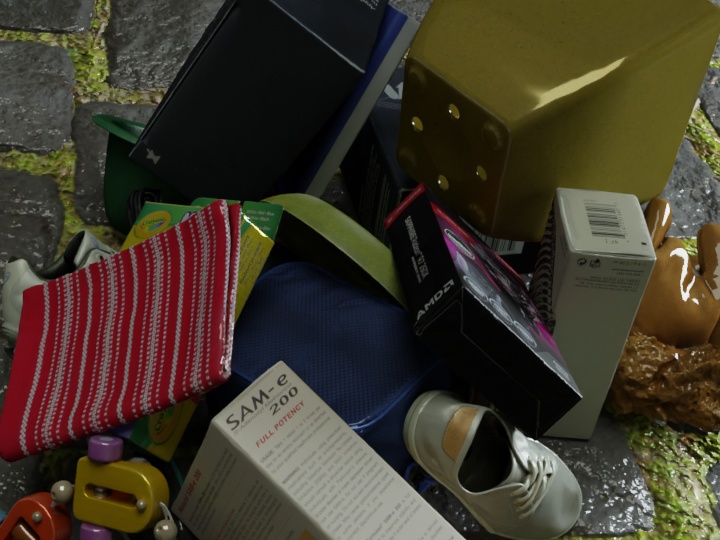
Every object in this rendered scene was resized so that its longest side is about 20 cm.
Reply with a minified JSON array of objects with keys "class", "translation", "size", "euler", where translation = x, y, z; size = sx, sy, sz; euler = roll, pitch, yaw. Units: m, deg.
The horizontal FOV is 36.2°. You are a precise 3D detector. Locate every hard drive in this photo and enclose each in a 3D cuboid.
[{"class":"hard drive","translation":[-0.019,-0.150,1.003],"size":[0.025,0.202,0.132],"euler":[27,13,-19]}]

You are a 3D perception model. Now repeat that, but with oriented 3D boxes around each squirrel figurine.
[{"class":"squirrel figurine","translation":[0.302,0.062,0.960],"size":[0.184,0.142,0.202],"euler":[20,55,-3]}]

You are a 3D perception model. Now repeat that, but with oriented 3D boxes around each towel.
[{"class":"towel","translation":[-0.166,0.041,0.751],"size":[0.198,0.022,0.147],"euler":[-21,50,26]}]

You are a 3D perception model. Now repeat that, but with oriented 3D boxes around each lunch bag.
[{"class":"lunch bag","translation":[-0.020,0.103,0.824],"size":[0.198,0.134,0.135],"euler":[27,46,33]}]

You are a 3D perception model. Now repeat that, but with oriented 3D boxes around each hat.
[{"class":"hat","translation":[-0.206,-0.038,1.042],"size":[0.165,0.179,0.198],"euler":[27,11,41]}]

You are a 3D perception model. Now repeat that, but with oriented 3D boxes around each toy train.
[{"class":"toy train","translation":[-0.157,0.196,0.724],"size":[0.199,0.152,0.055],"euler":[36,14,19]}]

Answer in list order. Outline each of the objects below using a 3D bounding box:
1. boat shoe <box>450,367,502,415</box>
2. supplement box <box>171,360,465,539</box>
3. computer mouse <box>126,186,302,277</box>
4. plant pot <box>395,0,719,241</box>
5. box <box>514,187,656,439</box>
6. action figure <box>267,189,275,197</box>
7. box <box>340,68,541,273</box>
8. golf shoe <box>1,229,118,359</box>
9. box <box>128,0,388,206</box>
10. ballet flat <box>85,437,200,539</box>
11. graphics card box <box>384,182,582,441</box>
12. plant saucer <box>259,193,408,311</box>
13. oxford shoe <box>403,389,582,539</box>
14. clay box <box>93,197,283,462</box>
[{"class":"boat shoe","translation":[0.096,0.065,0.943],"size":[0.066,0.073,0.201],"euler":[7,34,3]},{"class":"supplement box","translation":[-0.020,0.175,0.711],"size":[0.200,0.127,0.073],"euler":[43,49,10]},{"class":"computer mouse","translation":[-0.109,0.010,0.918],"size":[0.198,0.046,0.142],"euler":[30,38,-24]},{"class":"plant pot","translation":[0.138,-0.141,0.897],"size":[0.199,0.197,0.194],"euler":[-32,57,-30]},{"class":"box","translation":[0.171,0.038,0.882],"size":[0.067,0.202,0.083],"euler":[5,39,-4]},{"class":"action figure","translation":[-0.080,-0.160,1.147],"size":[0.064,0.100,0.202],"euler":[7,43,0]},{"class":"box","translation":[0.096,-0.100,1.079],"size":[0.193,0.119,0.202],"euler":[-4,43,-15]},{"class":"golf shoe","translation":[-0.199,0.012,0.902],"size":[0.198,0.099,0.078],"euler":[-17,13,-42]},{"class":"box","translation":[-0.079,-0.178,0.942],"size":[0.117,0.197,0.201],"euler":[34,35,-14]},{"class":"ballet flat","translation":[-0.165,0.136,0.814],"size":[0.067,0.069,0.201],"euler":[-17,46,-9]},{"class":"graphics card box","translation":[0.083,0.023,0.807],"size":[0.125,0.051,0.201],"euler":[42,15,-19]},{"class":"plant saucer","translation":[0.000,0.000,0.906],"size":[0.199,0.200,0.031],"euler":[37,80,28]},{"class":"oxford shoe","translation":[0.106,0.147,0.780],"size":[0.057,0.199,0.076],"euler":[10,68,47]},{"class":"clay box","translation":[-0.141,0.026,0.792],"size":[0.114,0.048,0.203],"euler":[6,66,42]}]
